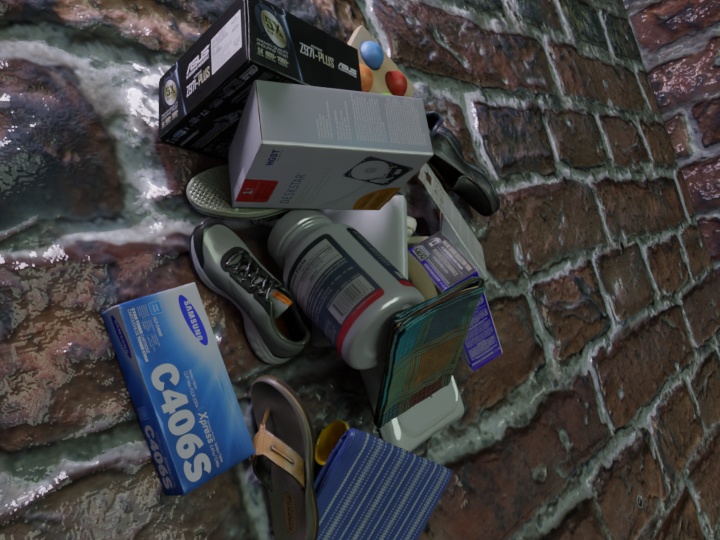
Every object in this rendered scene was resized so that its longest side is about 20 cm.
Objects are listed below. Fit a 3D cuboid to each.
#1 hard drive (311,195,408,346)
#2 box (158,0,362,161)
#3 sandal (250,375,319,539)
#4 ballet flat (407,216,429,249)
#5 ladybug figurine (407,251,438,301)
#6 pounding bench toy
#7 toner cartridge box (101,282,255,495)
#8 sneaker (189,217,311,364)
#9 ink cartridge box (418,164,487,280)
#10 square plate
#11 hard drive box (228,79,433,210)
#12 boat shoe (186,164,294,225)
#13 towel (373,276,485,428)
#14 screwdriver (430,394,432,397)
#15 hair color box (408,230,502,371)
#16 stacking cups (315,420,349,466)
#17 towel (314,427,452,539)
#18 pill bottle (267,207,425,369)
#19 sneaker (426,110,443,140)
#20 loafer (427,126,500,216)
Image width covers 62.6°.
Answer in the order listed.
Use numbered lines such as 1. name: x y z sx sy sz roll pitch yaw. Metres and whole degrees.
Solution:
1. hard drive: 0.000 0.000 0.812 0.027 0.131 0.202 46 41 -62
2. box: -0.123 -0.210 0.710 0.163 0.199 0.087 10 68 -42
3. sandal: -0.095 0.221 0.669 0.054 0.081 0.202 1 81 -54
4. ballet flat: 0.076 -0.051 0.951 0.200 0.072 0.072 43 49 -26
5. ladybug figurine: 0.041 0.044 0.836 0.201 0.135 0.072 63 7 27
6. pounding bench toy: -0.027 -0.218 0.844 0.124 0.155 0.201 41 50 -27
7. toner cartridge box: -0.191 0.122 0.631 0.095 0.043 0.201 -20 90 -49
8. sneaker: -0.126 0.020 0.711 0.201 0.079 0.074 56 46 -12
9. ink cartridge box: 0.141 -0.081 1.001 0.200 0.050 0.161 52 19 -12
10. square plate: 0.083 0.160 0.907 0.197 0.028 0.202 -16 87 -47
11. hard drive box: -0.041 -0.137 0.694 0.198 0.156 0.077 -1 72 -23
12. boat shoe: -0.126 -0.096 0.768 0.199 0.062 0.075 -9 76 -31
13. towel: 0.085 0.107 0.749 0.146 0.201 0.022 -23 49 -31
14. screwdriver: 0.064 0.094 0.876 0.201 0.028 0.029 65 14 18
15. hair color box: 0.146 0.050 0.902 0.109 0.064 0.201 55 -8 48
16. stacking cups: 0.027 0.268 0.791 0.200 0.060 0.061 40 50 -32
17. towel: 0.019 0.288 0.749 0.199 0.024 0.145 33 87 -34
18. pill bottle: -0.025 0.012 0.733 0.119 0.120 0.200 -5 42 -46
19. sneaker: 0.075 -0.222 1.005 0.074 0.081 0.200 52 45 -17
20. loafer: 0.182 -0.171 1.111 0.200 0.073 0.072 46 56 -11
